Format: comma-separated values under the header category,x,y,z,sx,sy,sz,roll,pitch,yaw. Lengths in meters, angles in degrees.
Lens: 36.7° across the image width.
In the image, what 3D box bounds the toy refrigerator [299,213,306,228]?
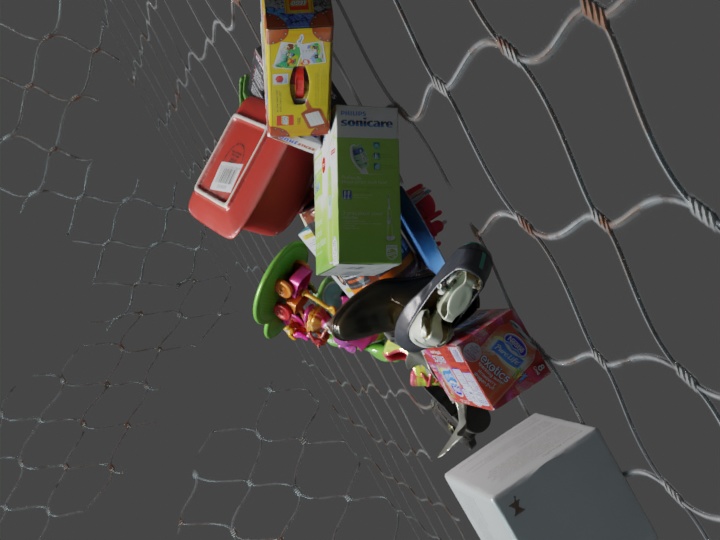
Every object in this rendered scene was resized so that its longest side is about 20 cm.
category,x,y,z,sx,sy,sz,roll,pitch,yaw
toy refrigerator,-0.028,-0.081,1.784,0.200,0.070,0.076,33,152,54

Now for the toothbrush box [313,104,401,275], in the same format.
category,x,y,z,sx,sy,sz,roll,pitch,yaw
toothbrush box,-0.006,-0.098,1.399,0.146,0.086,0.200,159,111,-76

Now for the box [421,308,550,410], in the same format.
category,x,y,z,sx,sy,sz,roll,pitch,yaw
box,0.160,0.115,1.448,0.100,0.095,0.200,60,169,-3

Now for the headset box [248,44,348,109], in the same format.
category,x,y,z,sx,sy,sz,roll,pitch,yaw
headset box,-0.092,-0.256,1.595,0.149,0.075,0.200,57,168,3

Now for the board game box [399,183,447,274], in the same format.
category,x,y,z,sx,sy,sz,roll,pitch,yaw
board game box,0.086,-0.066,1.446,0.158,0.039,0.200,62,175,-21

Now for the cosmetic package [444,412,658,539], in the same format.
category,x,y,z,sx,sy,sz,roll,pitch,yaw
cosmetic package,0.242,0.305,1.418,0.166,0.167,0.200,60,169,-5

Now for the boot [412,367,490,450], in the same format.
category,x,y,z,sx,sy,sz,roll,pitch,yaw
boot,0.141,0.218,1.848,0.200,0.069,0.174,54,167,9

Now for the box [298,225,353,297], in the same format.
category,x,y,z,sx,sy,sz,roll,pitch,yaw
box,0.000,0.000,1.635,0.200,0.049,0.082,51,151,-12

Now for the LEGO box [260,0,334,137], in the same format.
category,x,y,z,sx,sy,sz,roll,pitch,yaw
LEGO box,-0.078,-0.279,1.301,0.200,0.077,0.149,96,169,-60

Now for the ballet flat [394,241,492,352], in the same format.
category,x,y,z,sx,sy,sz,roll,pitch,yaw
ballet flat,0.100,0.050,1.365,0.073,0.073,0.200,53,129,24

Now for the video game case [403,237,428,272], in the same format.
category,x,y,z,sx,sy,sz,roll,pitch,yaw
video game case,0.019,-0.024,1.651,0.200,0.018,0.143,31,148,21

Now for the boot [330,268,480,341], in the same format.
category,x,y,z,sx,sy,sz,roll,pitch,yaw
boot,0.062,0.053,1.457,0.097,0.200,0.075,30,138,59

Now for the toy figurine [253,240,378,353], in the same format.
category,x,y,z,sx,sy,sz,roll,pitch,yaw
toy figurine,-0.057,0.076,1.742,0.184,0.150,0.200,28,139,17

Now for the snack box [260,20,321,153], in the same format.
category,x,y,z,sx,sy,sz,roll,pitch,yaw
snack box,-0.093,-0.249,1.436,0.024,0.072,0.200,-37,47,40

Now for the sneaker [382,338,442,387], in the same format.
category,x,y,z,sx,sy,sz,roll,pitch,yaw
sneaker,0.120,0.152,1.653,0.200,0.090,0.078,33,161,25

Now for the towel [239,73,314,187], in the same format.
category,x,y,z,sx,sy,sz,roll,pitch,yaw
towel,-0.124,-0.212,1.736,0.200,0.031,0.149,50,-165,-30

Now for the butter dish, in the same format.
category,x,y,z,sx,sy,sz,roll,pitch,yaw
butter dish,-0.130,-0.128,1.561,0.148,0.200,0.200,29,180,-33

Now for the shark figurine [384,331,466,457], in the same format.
category,x,y,z,sx,sy,sz,roll,pitch,yaw
shark figurine,0.104,0.153,1.593,0.089,0.128,0.215,-25,97,42

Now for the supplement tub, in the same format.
category,x,y,z,sx,sy,sz,roll,pitch,yaw
supplement tub,0.010,-0.029,1.537,0.200,0.107,0.107,57,168,-10

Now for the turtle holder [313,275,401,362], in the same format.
category,x,y,z,sx,sy,sz,roll,pitch,yaw
turtle holder,0.005,0.067,1.829,0.132,0.141,0.186,130,142,-56
